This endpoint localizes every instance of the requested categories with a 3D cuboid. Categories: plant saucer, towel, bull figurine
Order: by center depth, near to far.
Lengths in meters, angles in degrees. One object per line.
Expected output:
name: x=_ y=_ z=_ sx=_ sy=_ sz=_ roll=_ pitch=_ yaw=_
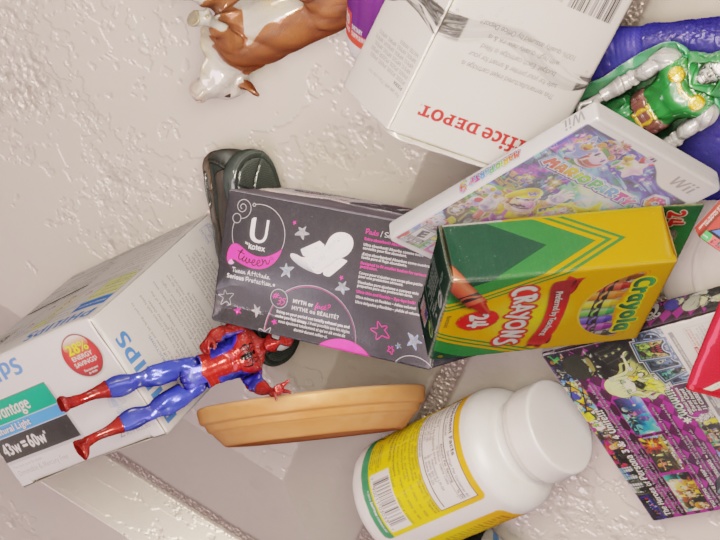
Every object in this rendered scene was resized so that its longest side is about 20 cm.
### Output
towel: x=0.228 y=-0.123 z=1.306 sx=0.199 sy=0.050 sz=0.148 roll=1 pitch=121 yaw=30
bull figurine: x=-0.078 y=-0.202 z=1.393 sx=0.200 sy=0.121 sz=0.065 roll=-25 pitch=62 yaw=29
plant saucer: x=-0.041 y=0.128 z=1.507 sx=0.200 sy=0.200 sz=0.038 roll=-12 pitch=81 yaw=33

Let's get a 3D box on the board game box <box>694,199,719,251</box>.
board game box: x=0.350 y=-0.014 z=1.257 sx=0.200 sy=0.019 sz=0.103 roll=32 pitch=111 yaw=-19

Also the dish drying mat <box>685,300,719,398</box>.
dish drying mat: x=0.311 y=0.009 z=1.287 sx=0.077 sy=0.018 sz=0.201 roll=15 pitch=112 yaw=-14

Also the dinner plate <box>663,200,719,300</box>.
dinner plate: x=0.324 y=0.005 z=1.343 sx=0.199 sy=0.024 sz=0.201 roll=13 pitch=124 yaw=20

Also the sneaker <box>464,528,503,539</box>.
sneaker: x=0.128 y=0.282 z=1.588 sx=0.200 sy=0.072 sz=0.073 roll=29 pitch=155 yaw=19

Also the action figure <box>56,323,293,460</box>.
action figure: x=-0.136 y=0.091 z=1.403 sx=0.099 sy=0.199 sz=0.065 roll=3 pitch=115 yaw=69

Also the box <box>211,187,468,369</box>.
box: x=0.000 y=0.000 z=1.431 sx=0.199 sy=0.132 sz=0.115 roll=12 pitch=98 yaw=23

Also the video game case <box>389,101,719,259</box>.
video game case: x=0.140 y=-0.046 z=1.269 sx=0.143 sy=0.018 sz=0.200 roll=23 pitch=140 yaw=-38

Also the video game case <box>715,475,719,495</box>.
video game case: x=0.385 y=0.130 z=1.336 sx=0.142 sy=0.019 sz=0.200 roll=21 pitch=131 yaw=-10

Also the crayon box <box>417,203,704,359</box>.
crayon box: x=0.150 y=0.008 z=1.285 sx=0.199 sy=0.051 sz=0.127 roll=-6 pitch=152 yaw=-9

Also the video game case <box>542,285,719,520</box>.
video game case: x=0.272 y=0.110 z=1.403 sx=0.181 sy=0.036 sz=0.200 roll=-18 pitch=119 yaw=35

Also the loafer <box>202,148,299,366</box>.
loafer: x=-0.097 y=-0.015 z=1.541 sx=0.063 sy=0.072 sz=0.201 roll=14 pitch=119 yaw=44

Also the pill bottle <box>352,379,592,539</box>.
pill bottle: x=0.098 y=0.168 z=1.505 sx=0.200 sy=0.113 sz=0.113 roll=-30 pitch=101 yaw=38

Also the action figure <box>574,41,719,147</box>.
action figure: x=0.194 y=-0.106 z=1.272 sx=0.200 sy=0.055 sz=0.118 roll=-35 pitch=97 yaw=37

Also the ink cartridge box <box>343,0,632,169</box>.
ink cartridge box: x=0.099 y=-0.181 z=1.227 sx=0.200 sy=0.146 sz=0.083 roll=-62 pitch=38 yaw=16

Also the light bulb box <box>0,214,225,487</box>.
light bulb box: x=-0.221 y=0.072 z=1.564 sx=0.198 sy=0.200 sz=0.125 roll=-22 pitch=106 yaw=36

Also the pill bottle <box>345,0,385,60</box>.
pill bottle: x=0.047 y=-0.248 z=1.284 sx=0.112 sy=0.112 sz=0.201 roll=15 pitch=124 yaw=20
